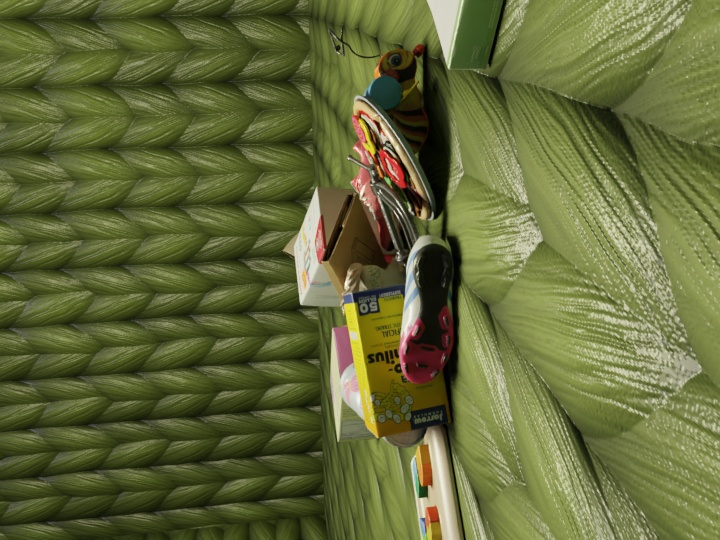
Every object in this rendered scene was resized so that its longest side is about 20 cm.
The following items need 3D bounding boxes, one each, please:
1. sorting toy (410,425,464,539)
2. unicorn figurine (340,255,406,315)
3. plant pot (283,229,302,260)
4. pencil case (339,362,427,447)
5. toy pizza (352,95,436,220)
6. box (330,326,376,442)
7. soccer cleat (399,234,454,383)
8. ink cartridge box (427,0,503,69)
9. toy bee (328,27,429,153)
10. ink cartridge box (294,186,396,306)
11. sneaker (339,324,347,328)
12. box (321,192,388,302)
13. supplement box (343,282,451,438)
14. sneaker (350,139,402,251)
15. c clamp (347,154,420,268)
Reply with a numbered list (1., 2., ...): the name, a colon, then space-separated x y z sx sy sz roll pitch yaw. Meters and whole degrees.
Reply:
1. sorting toy: 0.103 0.340 1.109 0.200 0.036 0.186 102 163 -62
2. unicorn figurine: 0.040 0.030 1.210 0.200 0.073 0.138 23 -118 -62
3. plant pot: -0.050 -0.046 1.650 0.135 0.200 0.200 -57 6 -5
4. pencil case: 0.036 0.211 1.225 0.091 0.083 0.200 -64 26 -1
5. toy pizza: 0.039 -0.151 1.052 0.201 0.032 0.200 56 175 8
6. box: -0.011 0.256 1.708 0.201 0.096 0.177 95 168 -44
7. soccer cleat: 0.090 0.048 0.999 0.086 0.069 0.201 -89 4 -71
8. ink cartridge box: 0.101 -0.328 0.782 0.146 0.048 0.201 96 168 -52
9. toy bee: 0.054 -0.263 1.055 0.201 0.108 0.131 63 176 -28
10. ink cartridge box: -0.034 -0.039 1.439 0.200 0.144 0.146 117 150 -53
11. sneaker: -0.015 0.188 1.876 0.200 0.075 0.088 96 153 -67
12. box: 0.000 0.000 1.247 0.164 0.021 0.201 -72 -32 -42
13. supplement box: 0.049 0.122 1.074 0.110 0.108 0.201 155 104 -82
14. sneaker: 0.026 -0.132 1.291 0.074 0.086 0.202 -155 61 -82
15. c clamp: 0.055 -0.063 1.083 0.171 0.027 0.201 42 157 60
